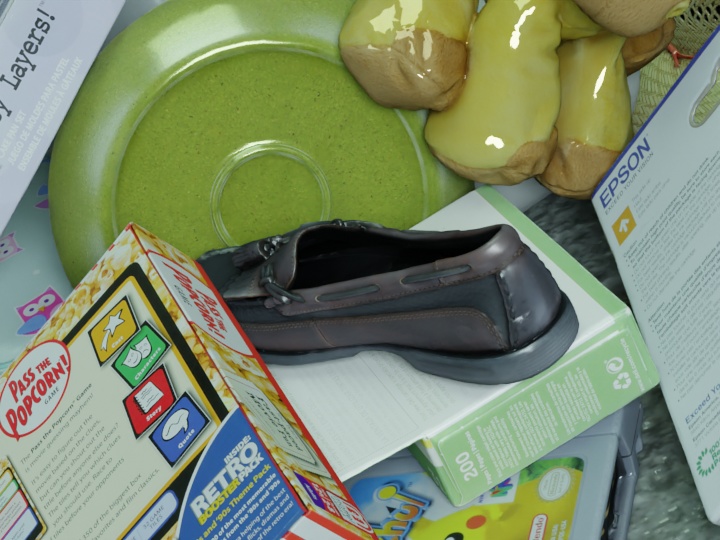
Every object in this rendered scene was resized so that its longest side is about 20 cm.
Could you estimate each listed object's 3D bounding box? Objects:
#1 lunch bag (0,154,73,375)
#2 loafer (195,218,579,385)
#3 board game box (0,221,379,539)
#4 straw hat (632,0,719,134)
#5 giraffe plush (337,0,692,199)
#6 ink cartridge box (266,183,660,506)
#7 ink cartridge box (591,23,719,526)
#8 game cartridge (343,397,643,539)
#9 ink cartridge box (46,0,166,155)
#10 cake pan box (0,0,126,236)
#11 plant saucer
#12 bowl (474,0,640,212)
[{"bbox_3d":[-0.184,0.016,1.173,0.200,0.077,0.160,11,50,43],"label":"lunch bag"},{"bbox_3d":[0.000,0.000,0.951,0.200,0.063,0.072,6,42,40],"label":"loafer"},{"bbox_3d":[-0.092,0.095,0.897,0.152,0.046,0.200,-48,41,10],"label":"board game box"},{"bbox_3d":[0.194,-0.147,1.174,0.201,0.085,0.201,-16,34,11],"label":"straw hat"},{"bbox_3d":[0.105,-0.144,1.000,0.162,0.172,0.200,-17,67,53],"label":"giraffe plush"},{"bbox_3d":[0.007,0.051,0.975,0.200,0.048,0.146,-31,32,-7],"label":"ink cartridge box"},{"bbox_3d":[0.183,-0.028,0.916,0.196,0.043,0.200,-54,31,32],"label":"ink cartridge box"},{"bbox_3d":[0.039,0.124,0.924,0.133,0.041,0.200,-12,34,23],"label":"game cartridge"},{"bbox_3d":[-0.109,-0.146,1.279,0.145,0.085,0.200,-53,6,36],"label":"ink cartridge box"},{"bbox_3d":[-0.173,-0.096,1.087,0.200,0.052,0.184,-65,17,-14],"label":"cake pan box"},{"bbox_3d":[-0.042,-0.033,1.044,0.200,0.200,0.031,-24,17,-3],"label":"plant saucer"},{"bbox_3d":[0.034,-0.077,1.180,0.200,0.075,0.200,-32,33,-16],"label":"bowl"}]
